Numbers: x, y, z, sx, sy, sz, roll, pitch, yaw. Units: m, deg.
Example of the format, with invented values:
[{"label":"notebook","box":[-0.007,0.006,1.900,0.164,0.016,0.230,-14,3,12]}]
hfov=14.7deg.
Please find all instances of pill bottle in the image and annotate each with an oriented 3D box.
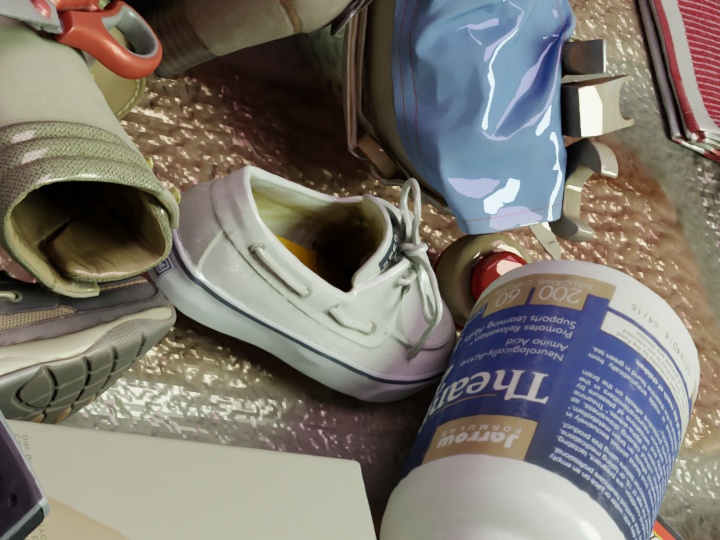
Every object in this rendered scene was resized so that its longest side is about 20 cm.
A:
[{"label":"pill bottle","box":[0.072,0.097,1.207,0.111,0.111,0.200,40,43,-13]}]

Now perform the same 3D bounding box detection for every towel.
[{"label":"towel","box":[0.242,-0.109,1.602,0.199,0.023,0.145,16,50,-35]}]

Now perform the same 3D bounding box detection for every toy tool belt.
[{"label":"toy tool belt","box":[0.060,-0.066,1.263,0.124,0.123,0.201,-13,98,-22]}]

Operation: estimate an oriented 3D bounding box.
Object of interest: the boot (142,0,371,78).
[{"label":"boot","box":[-0.026,-0.152,1.240,0.070,0.146,0.200,55,16,-23]}]

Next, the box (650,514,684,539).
[{"label":"box","box":[0.165,0.219,1.261,0.200,0.038,0.137,45,40,-8]}]

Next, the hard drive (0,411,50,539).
[{"label":"hard drive","box":[-0.201,0.046,0.963,0.200,0.135,0.042,49,6,21]}]

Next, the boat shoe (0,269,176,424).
[{"label":"boat shoe","box":[-0.151,0.025,1.082,0.200,0.074,0.074,-17,71,-52]}]

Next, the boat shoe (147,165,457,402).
[{"label":"boat shoe","box":[-0.002,-0.004,1.211,0.202,0.086,0.075,26,41,-48]}]

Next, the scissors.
[{"label":"scissors","box":[-0.114,-0.094,1.065,0.073,0.014,0.200,49,11,-6]}]

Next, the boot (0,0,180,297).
[{"label":"boot","box":[-0.120,-0.056,1.121,0.155,0.072,0.200,52,12,25]}]

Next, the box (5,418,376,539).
[{"label":"box","box":[-0.094,0.115,1.053,0.199,0.095,0.078,9,56,-38]}]
